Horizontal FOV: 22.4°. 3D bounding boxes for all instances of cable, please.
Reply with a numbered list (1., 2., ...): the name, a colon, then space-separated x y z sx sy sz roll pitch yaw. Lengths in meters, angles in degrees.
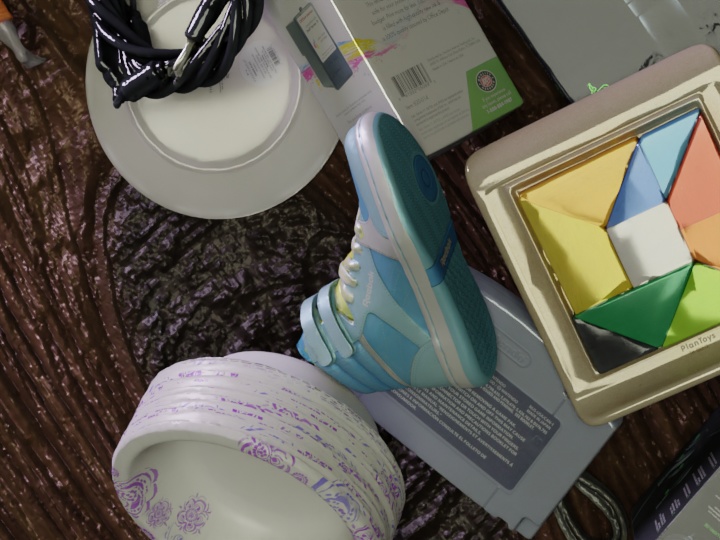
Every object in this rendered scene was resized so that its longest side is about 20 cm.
1. cable: -0.132 -0.219 1.262 0.162 0.051 0.202 -23 62 38
2. cable: 0.125 0.118 1.295 0.096 0.050 0.202 -18 90 9

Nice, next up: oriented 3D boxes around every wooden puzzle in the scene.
1. wooden puzzle: 0.186 -0.020 1.182 0.184 0.037 0.201 -25 91 15

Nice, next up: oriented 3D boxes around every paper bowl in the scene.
1. paper bowl: -0.065 0.136 1.263 0.199 0.201 0.105 20 52 5

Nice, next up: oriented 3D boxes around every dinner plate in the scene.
1. dinner plate: -0.106 -0.138 1.321 0.198 0.024 0.202 0 94 5

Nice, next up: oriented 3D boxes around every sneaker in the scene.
1. sneaker: 0.000 0.000 1.203 0.130 0.080 0.201 -13 110 25

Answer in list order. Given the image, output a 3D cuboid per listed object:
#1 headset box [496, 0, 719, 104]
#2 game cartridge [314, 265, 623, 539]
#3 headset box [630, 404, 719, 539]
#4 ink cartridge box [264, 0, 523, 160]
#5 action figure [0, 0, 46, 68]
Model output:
1. headset box: 0.183 -0.205 1.240 0.174 0.093 0.201 -35 90 8
2. game cartridge: 0.078 0.078 1.268 0.200 0.041 0.134 39 118 8
3. headset box: 0.270 0.143 1.218 0.093 0.174 0.200 40 96 3
4. ink cartridge box: 0.011 -0.171 1.254 0.067 0.117 0.201 -30 89 50
5. action figure: -0.285 -0.233 1.298 0.198 0.105 0.195 -13 102 9
